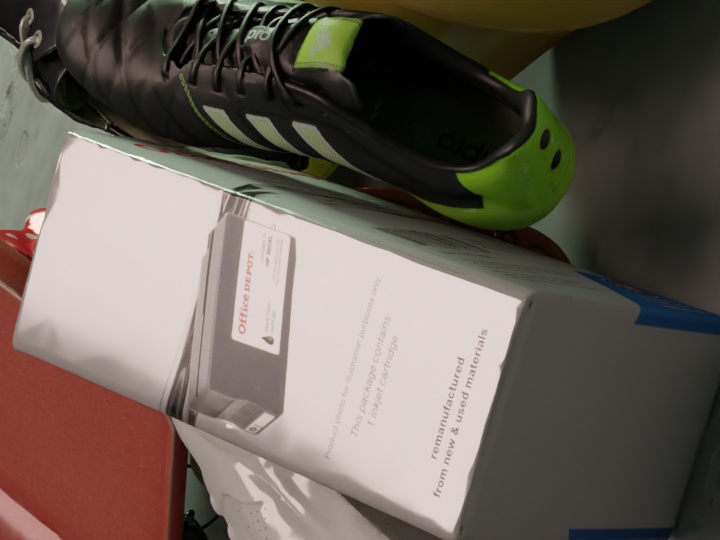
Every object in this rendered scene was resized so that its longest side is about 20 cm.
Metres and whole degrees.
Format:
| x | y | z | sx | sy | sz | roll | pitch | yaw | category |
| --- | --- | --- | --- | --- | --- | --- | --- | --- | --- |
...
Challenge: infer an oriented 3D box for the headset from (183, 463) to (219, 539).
| x | y | z | sx | sy | sz | roll | pitch | yaw | category |
| --- | --- | --- | --- | --- | --- | --- | --- | --- | --- |
| -0.121 | 0.064 | 1.168 | 0.200 | 0.123 | 0.094 | 58 | 158 | 34 | headset |

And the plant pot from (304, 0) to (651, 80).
| x | y | z | sx | sy | sz | roll | pitch | yaw | category |
| --- | --- | --- | --- | --- | --- | --- | --- | --- | --- |
| 0.037 | -0.160 | 0.883 | 0.189 | 0.200 | 0.201 | 123 | 151 | -62 | plant pot |

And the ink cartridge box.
| x | y | z | sx | sy | sz | roll | pitch | yaw | category |
| --- | --- | --- | --- | --- | --- | --- | --- | --- | --- |
| 0.003 | 0.022 | 0.807 | 0.200 | 0.144 | 0.084 | 21 | 97 | 35 | ink cartridge box |

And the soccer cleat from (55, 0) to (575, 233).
| x | y | z | sx | sy | sz | roll | pitch | yaw | category |
| --- | --- | --- | --- | --- | --- | --- | --- | --- | --- |
| -0.019 | -0.070 | 0.818 | 0.081 | 0.199 | 0.068 | 66 | -134 | -67 | soccer cleat |

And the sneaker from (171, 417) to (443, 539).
| x | y | z | sx | sy | sz | roll | pitch | yaw | category |
| --- | --- | --- | --- | --- | --- | --- | --- | --- | --- |
| -0.022 | 0.104 | 0.848 | 0.200 | 0.075 | 0.089 | 39 | 113 | 51 | sneaker |

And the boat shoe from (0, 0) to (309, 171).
| x | y | z | sx | sy | sz | roll | pitch | yaw | category |
| --- | --- | --- | --- | --- | --- | --- | --- | --- | --- |
| -0.104 | -0.089 | 0.954 | 0.200 | 0.076 | 0.060 | 26 | 60 | 29 | boat shoe |

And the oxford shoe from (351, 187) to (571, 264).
| x | y | z | sx | sy | sz | roll | pitch | yaw | category |
| --- | --- | --- | --- | --- | --- | --- | --- | --- | --- |
| 0.000 | 0.000 | 0.949 | 0.199 | 0.075 | 0.071 | 4 | 95 | 26 | oxford shoe |

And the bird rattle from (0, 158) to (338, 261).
| x | y | z | sx | sy | sz | roll | pitch | yaw | category |
| --- | --- | --- | --- | --- | --- | --- | --- | --- | --- |
| -0.068 | -0.033 | 1.087 | 0.113 | 0.163 | 0.200 | 52 | 138 | 2 | bird rattle |

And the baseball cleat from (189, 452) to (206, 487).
| x | y | z | sx | sy | sz | roll | pitch | yaw | category |
| --- | --- | --- | --- | --- | --- | --- | --- | --- | --- |
| -0.041 | 0.069 | 1.030 | 0.200 | 0.070 | 0.107 | -83 | 8 | -69 | baseball cleat |

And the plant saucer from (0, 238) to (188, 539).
| x | y | z | sx | sy | sz | roll | pitch | yaw | category |
| --- | --- | --- | --- | --- | --- | --- | --- | --- | --- |
| -0.148 | 0.071 | 1.078 | 0.200 | 0.037 | 0.200 | 34 | 140 | 25 | plant saucer |
